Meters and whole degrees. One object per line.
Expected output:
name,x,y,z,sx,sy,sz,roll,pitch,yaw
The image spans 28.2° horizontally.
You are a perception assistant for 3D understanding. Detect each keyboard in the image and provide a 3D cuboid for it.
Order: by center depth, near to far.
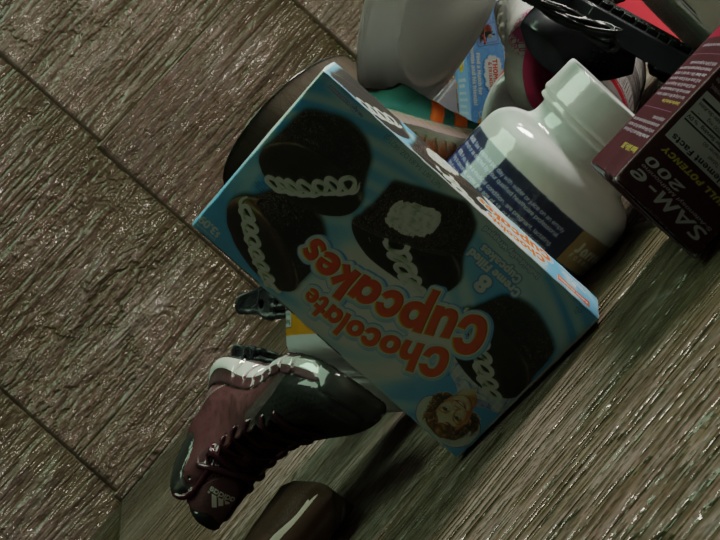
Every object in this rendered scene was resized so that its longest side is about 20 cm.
keyboard,0.140,-0.164,0.894,0.127,0.200,0.021,-20,-41,-60

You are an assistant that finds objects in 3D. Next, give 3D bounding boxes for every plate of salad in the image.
plate of salad,0.047,-0.199,0.979,0.200,0.048,0.201,-46,-29,-34

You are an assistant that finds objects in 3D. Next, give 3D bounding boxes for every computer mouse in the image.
computer mouse,0.170,-0.138,0.955,0.199,0.059,0.034,7,-63,-46

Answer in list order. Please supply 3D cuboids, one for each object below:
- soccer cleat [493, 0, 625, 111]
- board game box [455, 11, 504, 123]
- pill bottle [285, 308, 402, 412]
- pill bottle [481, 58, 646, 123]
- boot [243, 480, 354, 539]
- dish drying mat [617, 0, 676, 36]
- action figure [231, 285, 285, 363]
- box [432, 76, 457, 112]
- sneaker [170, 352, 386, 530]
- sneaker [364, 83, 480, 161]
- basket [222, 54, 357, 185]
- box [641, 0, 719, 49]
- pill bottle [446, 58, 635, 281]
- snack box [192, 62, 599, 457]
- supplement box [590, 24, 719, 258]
soccer cleat,0.127,-0.168,1.023,0.086,0.070,0.200,-2,34,30
board game box,0.107,-0.129,1.254,0.036,0.201,0.151,-5,7,1
pill bottle,0.000,0.000,1.023,0.109,0.109,0.201,156,113,-79
pill bottle,0.170,-0.146,1.151,0.111,0.111,0.200,-46,5,30
boot,-0.061,0.192,0.860,0.200,0.064,0.186,-46,5,-30
dish drying mat,0.245,-0.225,1.157,0.077,0.018,0.200,-50,29,21
action figure,-0.015,0.066,1.200,0.200,0.102,0.119,9,-82,-50
box,0.079,-0.085,1.428,0.106,0.122,0.200,-43,6,45
sneaker,-0.062,0.119,0.938,0.200,0.076,0.116,-9,49,62
sneaker,0.046,-0.084,0.952,0.199,0.080,0.071,15,-61,-44
basket,0.017,-0.058,1.151,0.136,0.200,0.180,-57,-14,29
box,0.241,-0.191,0.955,0.078,0.095,0.200,-45,6,11
pill bottle,0.092,-0.028,0.886,0.200,0.111,0.111,-48,4,13
snack box,0.020,-0.004,0.793,0.116,0.200,0.037,-47,6,18
supplement box,0.209,-0.104,0.723,0.200,0.061,0.109,-47,4,9
